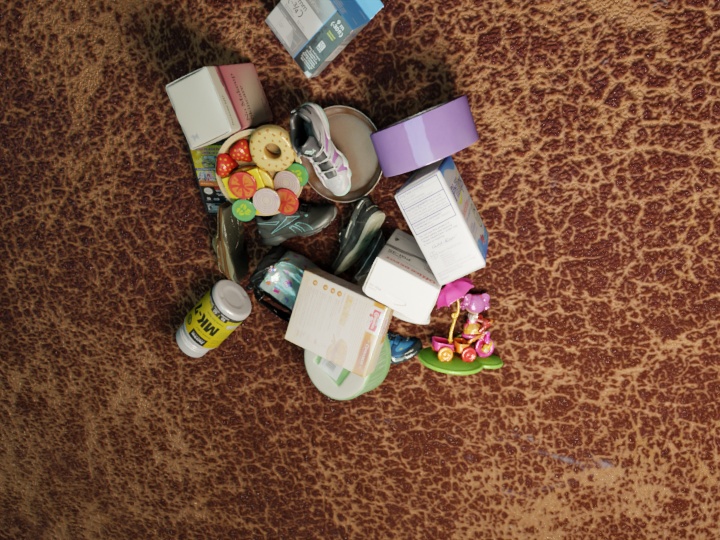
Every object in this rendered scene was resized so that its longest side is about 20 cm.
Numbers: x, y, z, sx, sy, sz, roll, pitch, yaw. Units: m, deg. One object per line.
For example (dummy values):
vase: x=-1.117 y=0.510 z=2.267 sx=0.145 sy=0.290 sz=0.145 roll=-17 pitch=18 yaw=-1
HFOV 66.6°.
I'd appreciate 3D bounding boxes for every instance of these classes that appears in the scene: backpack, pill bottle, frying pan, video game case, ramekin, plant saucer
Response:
backpack: x=-0.147 y=0.035 z=1.267 sx=0.198 sy=0.168 sz=0.127 roll=37 pitch=111 yaw=-6
pill bottle: x=-0.376 y=0.126 z=1.390 sx=0.115 sy=0.115 sz=0.199 roll=46 pitch=116 yaw=-4
frying pan: x=0.004 y=-0.002 z=1.201 sx=0.030 sy=0.115 sz=0.193 roll=30 pitch=82 yaw=-6
video game case: x=-0.289 y=-0.212 z=1.263 sx=0.194 sy=0.026 sz=0.185 roll=4 pitch=125 yaw=16
ramekin: x=-0.036 y=0.195 z=1.255 sx=0.195 sy=0.097 sz=0.207 roll=4 pitch=100 yaw=27
plant saucer: x=-0.039 y=-0.252 z=1.189 sx=0.194 sy=0.035 sz=0.206 roll=6 pitch=111 yaw=15

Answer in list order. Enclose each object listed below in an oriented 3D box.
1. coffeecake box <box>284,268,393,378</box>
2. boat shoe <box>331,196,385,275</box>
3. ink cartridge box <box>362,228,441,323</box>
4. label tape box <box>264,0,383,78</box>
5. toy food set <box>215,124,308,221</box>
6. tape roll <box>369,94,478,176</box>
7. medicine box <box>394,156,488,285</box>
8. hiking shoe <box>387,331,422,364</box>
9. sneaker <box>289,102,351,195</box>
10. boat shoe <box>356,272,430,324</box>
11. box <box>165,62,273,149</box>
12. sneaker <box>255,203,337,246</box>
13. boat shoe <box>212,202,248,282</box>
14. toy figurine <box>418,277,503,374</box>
coffeecake box: x=-0.043 y=0.106 z=1.149 sx=0.196 sy=0.073 sz=0.158 roll=23 pitch=101 yaw=17
boat shoe: x=-0.016 y=-0.073 z=1.233 sx=0.068 sy=0.071 sz=0.202 roll=44 pitch=126 yaw=16
ink cartridge box: x=0.103 y=0.006 z=1.148 sx=0.144 sy=0.200 sz=0.084 roll=27 pitch=115 yaw=4
label tape box: x=-0.074 y=-0.511 z=1.086 sx=0.199 sy=0.063 sz=0.145 roll=-37 pitch=97 yaw=26
toy food set: x=-0.209 y=-0.199 z=1.156 sx=0.194 sy=0.049 sz=0.202 roll=-16 pitch=123 yaw=8
tape roll: x=0.121 y=-0.257 z=1.046 sx=0.195 sy=0.200 sz=0.087 roll=-16 pitch=106 yaw=21
medicine box: x=0.169 y=-0.107 z=1.096 sx=0.101 sy=0.183 sz=0.204 roll=-24 pitch=102 yaw=23
hiking shoe: x=0.049 y=0.169 z=1.296 sx=0.194 sy=0.075 sz=0.089 roll=-5 pitch=109 yaw=19
sneaker: x=-0.092 y=-0.235 z=1.114 sx=0.076 sy=0.140 sz=0.204 roll=-23 pitch=102 yaw=23
boat shoe: x=0.077 y=0.053 z=1.225 sx=0.200 sy=0.074 sz=0.066 roll=35 pitch=110 yaw=31
box: x=-0.284 y=-0.346 z=1.136 sx=0.106 sy=0.200 sz=0.131 roll=-15 pitch=107 yaw=22
sneaker: x=-0.148 y=-0.117 z=1.236 sx=0.195 sy=0.076 sz=0.081 roll=-17 pitch=117 yaw=13
boat shoe: x=-0.323 y=-0.064 z=1.317 sx=0.072 sy=0.076 sz=0.205 roll=13 pitch=122 yaw=22
toy figurine: x=0.232 y=0.112 z=1.203 sx=0.193 sy=0.150 sz=0.190 roll=3 pitch=103 yaw=-8
